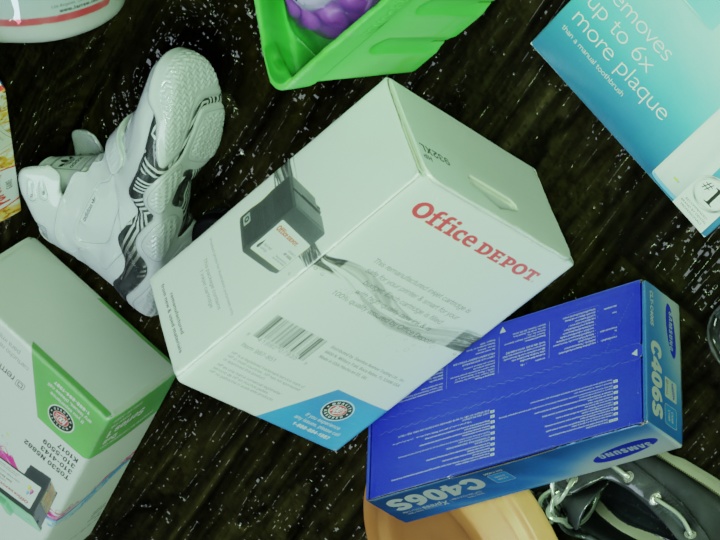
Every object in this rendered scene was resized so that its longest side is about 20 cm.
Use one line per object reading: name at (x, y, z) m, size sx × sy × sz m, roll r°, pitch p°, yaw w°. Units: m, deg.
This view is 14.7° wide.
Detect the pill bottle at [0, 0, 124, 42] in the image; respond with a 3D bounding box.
pill bottle at (-0.210, -0.249, 1.719) m, size 0.108 × 0.109 × 0.201 m, roll 11°, pitch 121°, yaw 32°

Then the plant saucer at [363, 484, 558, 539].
plant saucer at (0.063, 0.186, 1.765) m, size 0.200 × 0.037 × 0.201 m, roll 39°, pitch 143°, yaw 39°

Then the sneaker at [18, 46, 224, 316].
sneaker at (-0.158, -0.071, 1.804) m, size 0.115 × 0.075 × 0.200 m, roll 27°, pitch 132°, yaw 19°

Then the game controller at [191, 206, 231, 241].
game controller at (-0.020, 0.021, 1.775) m, size 0.199 × 0.042 × 0.105 m, roll 15°, pitch 123°, yaw 31°

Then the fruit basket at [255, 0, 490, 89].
fruit basket at (-0.013, -0.209, 1.519) m, size 0.215 × 0.215 × 0.156 m, roll -37°, pitch 54°, yaw 44°

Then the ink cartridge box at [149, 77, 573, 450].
ink cartridge box at (0.000, 0.000, 1.629) m, size 0.200 × 0.145 × 0.084 m, roll -39°, pitch 47°, yaw 23°

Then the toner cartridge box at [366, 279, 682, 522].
toner cartridge box at (0.096, 0.080, 1.662) m, size 0.199 × 0.095 × 0.043 m, roll -18°, pitch 146°, yaw 33°

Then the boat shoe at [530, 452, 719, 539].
boat shoe at (0.140, 0.129, 1.699) m, size 0.200 × 0.063 × 0.073 m, roll 27°, pitch 128°, yaw 23°

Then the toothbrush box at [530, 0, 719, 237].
toothbrush box at (0.211, -0.139, 1.478) m, size 0.147 × 0.085 × 0.200 m, roll 49°, pitch 132°, yaw 4°

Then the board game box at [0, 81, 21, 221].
board game box at (-0.277, -0.126, 1.799) m, size 0.152 × 0.046 × 0.200 m, roll 57°, pitch 166°, yaw 16°

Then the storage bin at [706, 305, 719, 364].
storage bin at (0.305, 0.051, 1.509) m, size 0.200 × 0.094 × 0.135 m, roll 46°, pitch 133°, yaw 6°

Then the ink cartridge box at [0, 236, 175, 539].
ink cartridge box at (-0.233, 0.100, 1.954) m, size 0.145 × 0.084 × 0.200 m, roll 41°, pitch 133°, yaw 11°
